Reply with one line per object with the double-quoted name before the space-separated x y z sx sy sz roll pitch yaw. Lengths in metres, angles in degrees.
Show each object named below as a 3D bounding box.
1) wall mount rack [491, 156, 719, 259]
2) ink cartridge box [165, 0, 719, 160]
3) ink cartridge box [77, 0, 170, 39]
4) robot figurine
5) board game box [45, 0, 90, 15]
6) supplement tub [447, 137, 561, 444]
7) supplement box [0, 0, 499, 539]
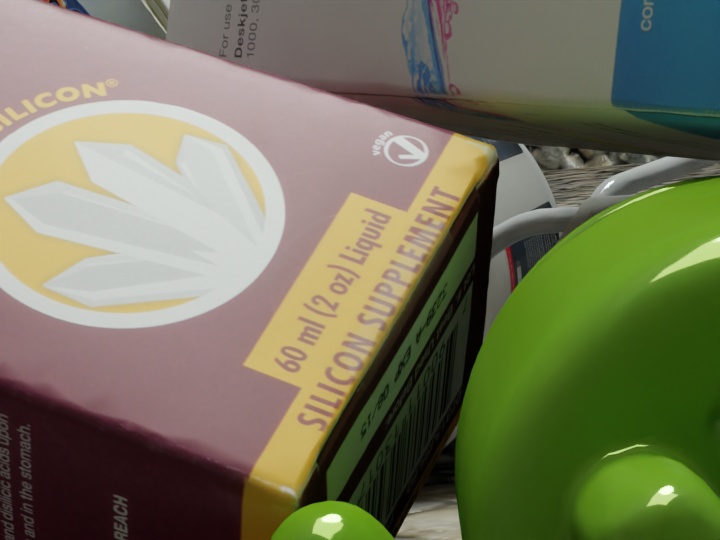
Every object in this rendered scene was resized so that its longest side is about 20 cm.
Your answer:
"wall mount rack" 0.115 0.002 0.711 0.075 0.174 0.200 42 -25 -31
"ink cartridge box" 0.071 -0.071 0.623 0.144 0.085 0.200 5 0 -44
"ink cartridge box" -0.059 -0.096 1.016 0.145 0.088 0.200 -32 -8 -29
"robot figurine" 0.076 0.042 0.484 0.175 0.116 0.200 -36 4 4
"board game box" -0.188 -0.071 0.926 0.200 0.135 0.035 -13 44 35
"supplement tub" 0.000 0.000 0.971 0.140 0.141 0.200 -5 4 13
"supplement box" -0.082 0.006 0.577 0.200 0.086 0.110 19 48 14
